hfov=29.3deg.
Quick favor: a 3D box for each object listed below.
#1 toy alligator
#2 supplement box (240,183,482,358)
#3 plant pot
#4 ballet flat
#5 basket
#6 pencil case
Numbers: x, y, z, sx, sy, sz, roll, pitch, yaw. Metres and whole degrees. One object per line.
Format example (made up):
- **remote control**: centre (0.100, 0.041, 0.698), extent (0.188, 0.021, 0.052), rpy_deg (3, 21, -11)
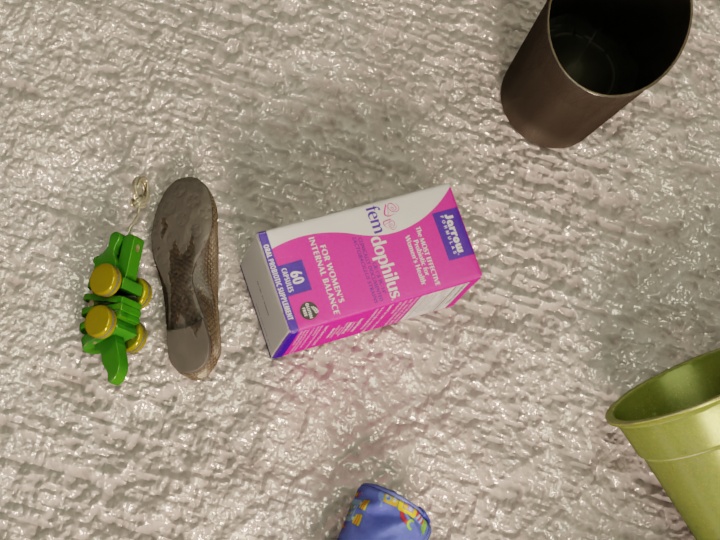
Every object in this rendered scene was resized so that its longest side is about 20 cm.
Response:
- **toy alligator**: centre (-0.232, 0.009, 1.284), extent (0.054, 0.059, 0.201), rpy_deg (-6, 70, 27)
- **supplement box**: centre (0.000, 0.000, 1.314), extent (0.199, 0.103, 0.102), rpy_deg (-16, 77, -19)
- **plant pot**: centre (0.363, 0.187, 1.313), extent (0.199, 0.200, 0.191), rpy_deg (-26, 94, -19)
- **ballet flat**: centre (-0.159, 0.008, 1.308), extent (0.067, 0.046, 0.201), rpy_deg (-13, 69, 16)
- **basket**: centre (0.222, -0.209, 1.374), extent (0.136, 0.200, 0.181), rpy_deg (32, 68, -1)
- **pencil case**: centre (0.000, 0.294, 1.236), extent (0.086, 0.078, 0.201), rpy_deg (15, 68, 23)
